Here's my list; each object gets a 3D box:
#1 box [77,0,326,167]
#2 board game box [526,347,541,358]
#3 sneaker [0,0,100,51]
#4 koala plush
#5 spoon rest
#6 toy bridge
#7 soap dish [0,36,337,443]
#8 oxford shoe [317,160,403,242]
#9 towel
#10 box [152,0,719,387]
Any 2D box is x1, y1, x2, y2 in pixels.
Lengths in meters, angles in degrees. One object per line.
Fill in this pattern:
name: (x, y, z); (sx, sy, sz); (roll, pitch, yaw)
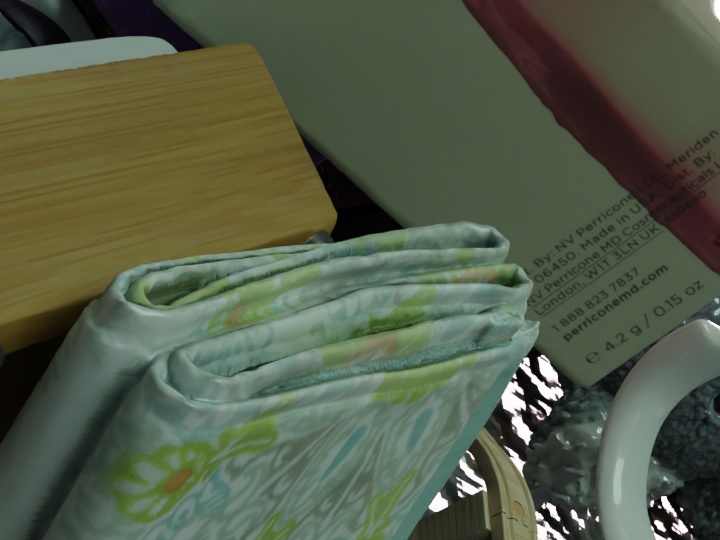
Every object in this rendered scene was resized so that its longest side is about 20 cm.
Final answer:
box: (-0.088, -0.112, 0.795); (0.200, 0.039, 0.137); (55, -4, -10)
board game box: (0.047, -0.021, 1.005); (0.200, 0.032, 0.120); (-4, 64, -58)
sneaker: (-0.090, 0.006, 0.748); (0.088, 0.074, 0.200); (-38, 96, -36)
koala plush: (0.156, 0.051, 0.993); (0.200, 0.184, 0.178); (23, 76, -30)
spoon rest: (0.121, 0.120, 0.855); (0.099, 0.061, 0.200); (26, 50, -49)
toy bridge: (0.028, 0.095, 0.831); (0.027, 0.067, 0.200); (34, 39, -38)
soap dish: (-0.099, 0.027, 0.599); (0.081, 0.157, 0.200); (39, 25, 16)
oxford shoe: (0.000, 0.000, 0.826); (0.084, 0.073, 0.200); (22, 17, -2)
towel: (-0.050, 0.076, 0.606); (0.048, 0.200, 0.171); (41, 24, 21)
box: (0.039, -0.084, 0.742); (0.200, 0.109, 0.128); (42, 22, -32)
